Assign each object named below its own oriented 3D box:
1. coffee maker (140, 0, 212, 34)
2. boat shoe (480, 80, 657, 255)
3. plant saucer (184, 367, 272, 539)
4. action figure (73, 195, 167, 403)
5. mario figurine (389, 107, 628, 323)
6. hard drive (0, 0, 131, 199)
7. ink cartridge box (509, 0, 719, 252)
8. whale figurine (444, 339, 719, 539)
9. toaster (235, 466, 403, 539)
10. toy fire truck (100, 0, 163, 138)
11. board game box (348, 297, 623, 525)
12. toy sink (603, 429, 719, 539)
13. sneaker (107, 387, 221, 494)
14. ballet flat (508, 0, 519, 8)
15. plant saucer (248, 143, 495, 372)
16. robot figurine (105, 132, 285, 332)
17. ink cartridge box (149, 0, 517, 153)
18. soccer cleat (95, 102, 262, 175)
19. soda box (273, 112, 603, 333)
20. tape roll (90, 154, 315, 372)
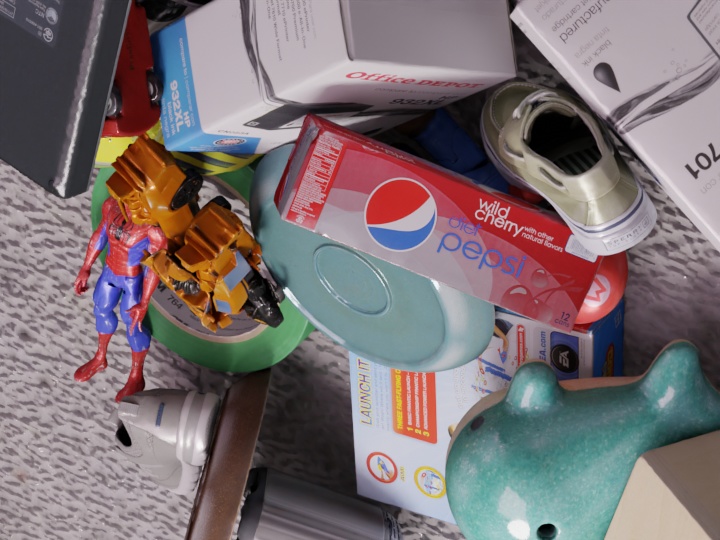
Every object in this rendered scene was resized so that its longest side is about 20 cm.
[{"bbox_3d":[-0.158,-0.247,1.447,0.199,0.135,0.193,-20,104,40],"label":"coffee maker"},{"bbox_3d":[0.123,-0.080,1.314,0.062,0.072,0.200,62,174,-31],"label":"boat shoe"},{"bbox_3d":[-0.107,0.168,1.627,0.032,0.201,0.201,16,129,-5],"label":"plant saucer"},{"bbox_3d":[-0.180,0.011,1.618,0.065,0.052,0.201,29,128,22],"label":"action figure"},{"bbox_3d":[0.089,-0.035,1.426,0.199,0.106,0.124,36,153,17],"label":"mario figurine"},{"bbox_3d":[-0.210,-0.164,1.355,0.139,0.033,0.201,33,123,25],"label":"hard drive"},{"bbox_3d":[0.207,-0.127,1.266,0.146,0.086,0.200,-42,90,5],"label":"ink cartridge box"},{"bbox_3d":[0.151,0.128,1.420,0.199,0.104,0.160,-28,114,15],"label":"whale figurine"},{"bbox_3d":[-0.040,0.225,1.620,0.128,0.200,0.115,16,95,-3],"label":"toaster"},{"bbox_3d":[-0.205,-0.186,1.398,0.140,0.049,0.202,4,108,37],"label":"toy fire truck"},{"bbox_3d":[0.089,0.093,1.543,0.194,0.056,0.202,15,125,27],"label":"board game box"},{"bbox_3d":[0.267,0.176,1.421,0.112,0.199,0.131,52,141,37],"label":"toy sink"},{"bbox_3d":[-0.156,0.121,1.669,0.081,0.075,0.200,16,161,-4],"label":"sneaker"},{"bbox_3d":[0.153,-0.146,1.343,0.200,0.072,0.072,38,132,9],"label":"ballet flat"},{"bbox_3d":[0.000,0.000,1.450,0.199,0.027,0.201,29,148,20],"label":"plant saucer"},{"bbox_3d":[-0.117,-0.019,1.483,0.145,0.058,0.200,44,169,15],"label":"robot figurine"},{"bbox_3d":[-0.019,-0.139,1.377,0.199,0.144,0.085,-19,75,48],"label":"ink cartridge box"},{"bbox_3d":[-0.145,-0.104,1.507,0.198,0.084,0.065,-1,78,24],"label":"soccer cleat"},{"bbox_3d":[0.048,-0.030,1.333,0.199,0.070,0.064,22,98,-10],"label":"soda box"},{"bbox_3d":[-0.110,-0.022,1.611,0.199,0.048,0.202,17,126,25],"label":"tape roll"}]
